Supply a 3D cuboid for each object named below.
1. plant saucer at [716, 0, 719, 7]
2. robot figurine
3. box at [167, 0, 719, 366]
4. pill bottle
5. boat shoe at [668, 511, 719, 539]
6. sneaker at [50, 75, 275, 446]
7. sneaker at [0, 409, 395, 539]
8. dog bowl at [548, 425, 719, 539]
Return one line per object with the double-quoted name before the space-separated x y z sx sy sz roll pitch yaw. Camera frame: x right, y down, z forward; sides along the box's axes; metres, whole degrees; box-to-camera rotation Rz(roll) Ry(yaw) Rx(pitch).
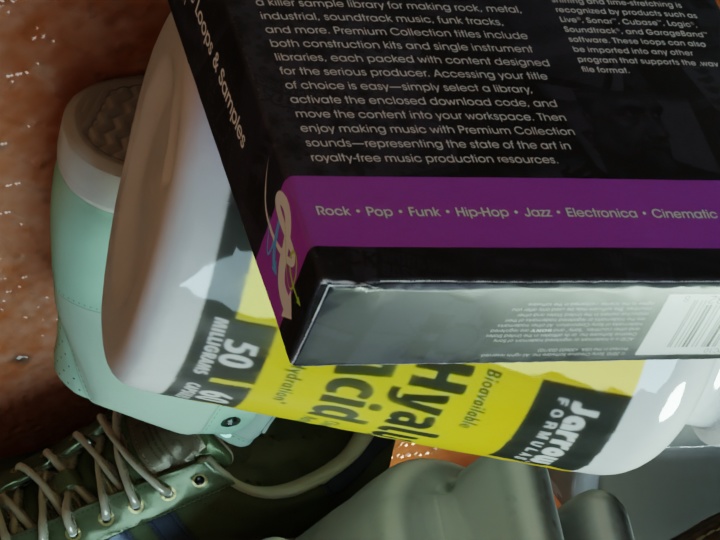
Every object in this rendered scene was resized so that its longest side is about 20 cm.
"plant saucer" 0.165 -0.130 0.873 0.200 0.032 0.200 -13 142 -10
"robot figurine" 0.005 0.141 0.982 0.200 0.113 0.170 -39 125 25
"box" 0.025 -0.061 0.755 0.143 0.200 0.036 0 139 -24
"pill bottle" 0.037 -0.005 0.810 0.200 0.111 0.111 11 136 -12
"boat shoe" 0.172 0.087 1.025 0.202 0.075 0.075 -20 139 -17
"sneaker" 0.000 0.000 0.922 0.200 0.074 0.118 2 132 -13
"sneaker" -0.077 0.066 0.978 0.200 0.067 0.090 -10 145 -25
"dog bowl" 0.151 0.038 1.055 0.200 0.059 0.200 -12 143 -9
